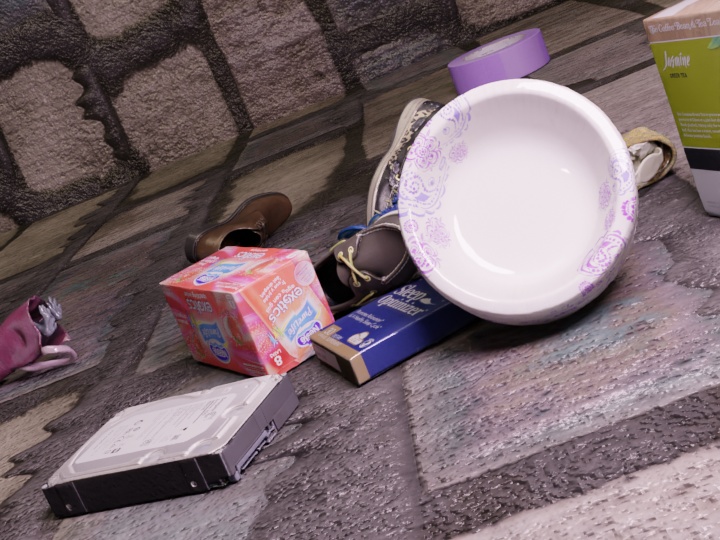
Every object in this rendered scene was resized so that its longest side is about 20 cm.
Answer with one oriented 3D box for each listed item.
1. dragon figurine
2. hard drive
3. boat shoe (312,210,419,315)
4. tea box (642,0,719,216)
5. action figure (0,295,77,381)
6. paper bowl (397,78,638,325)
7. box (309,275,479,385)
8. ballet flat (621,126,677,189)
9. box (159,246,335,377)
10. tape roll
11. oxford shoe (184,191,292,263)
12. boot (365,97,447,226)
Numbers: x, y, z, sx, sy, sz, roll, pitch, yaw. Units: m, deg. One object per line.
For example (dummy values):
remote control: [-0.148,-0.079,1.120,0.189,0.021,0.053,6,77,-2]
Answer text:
dragon figurine: [0.016,-0.031,1.240,0.059,0.100,0.199,-31,11,-29]
hard drive: [-0.167,0.153,1.002,0.198,0.038,0.140,-14,17,27]
boat shoe: [0.000,0.000,1.157,0.060,0.072,0.201,-23,-8,-35]
tea box: [0.390,-0.172,0.995,0.199,0.198,0.134,-25,15,-13]
action figure: [-0.478,0.123,1.513,0.199,0.149,0.134,-38,-24,-1]
paper bowl: [0.138,-0.054,0.974,0.199,0.202,0.104,-19,-15,14]
box: [0.058,0.039,1.077,0.199,0.033,0.121,-26,15,-16]
ballet flat: [0.254,-0.093,1.193,0.199,0.071,0.071,-29,16,-21]
box: [-0.120,0.041,1.196,0.094,0.103,0.199,-30,18,-26]
tape roll: [0.279,-0.421,2.288,0.198,0.066,0.200,-21,15,6]
oxford shoe: [-0.161,-0.056,1.687,0.084,0.073,0.200,13,37,38]
boot: [0.099,-0.110,1.354,0.153,0.073,0.205,10,73,35]
